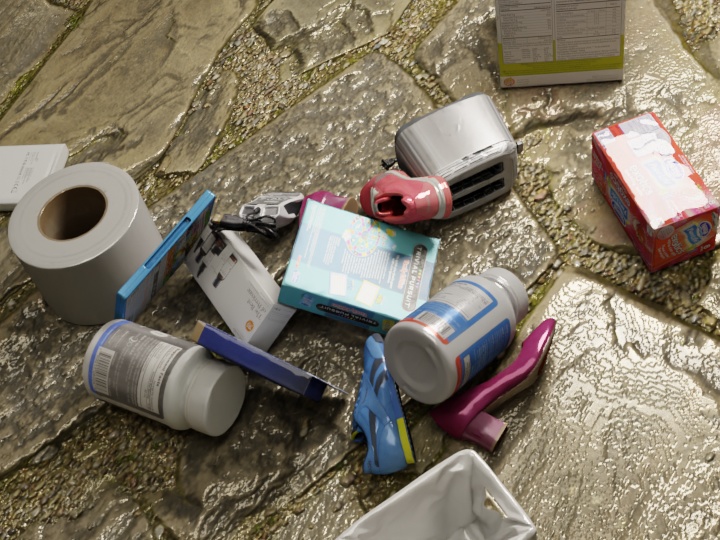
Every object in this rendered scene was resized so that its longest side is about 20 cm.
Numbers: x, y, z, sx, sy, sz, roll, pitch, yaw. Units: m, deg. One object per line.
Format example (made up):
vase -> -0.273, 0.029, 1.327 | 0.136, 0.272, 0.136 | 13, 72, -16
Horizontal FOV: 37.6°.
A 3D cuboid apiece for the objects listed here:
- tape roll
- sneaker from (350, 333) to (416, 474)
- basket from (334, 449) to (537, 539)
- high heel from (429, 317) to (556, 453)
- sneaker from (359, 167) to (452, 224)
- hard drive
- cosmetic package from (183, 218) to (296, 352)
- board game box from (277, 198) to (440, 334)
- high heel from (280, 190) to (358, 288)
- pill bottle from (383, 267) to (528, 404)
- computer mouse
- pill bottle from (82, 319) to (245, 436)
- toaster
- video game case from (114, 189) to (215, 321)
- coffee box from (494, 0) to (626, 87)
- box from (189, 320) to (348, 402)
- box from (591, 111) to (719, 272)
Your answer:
tape roll -> -0.402, -0.040, 1.567 | 0.199, 0.140, 0.205 | -7, 52, 8
sneaker -> 0.016, 0.168, 1.355 | 0.077, 0.066, 0.202 | -16, 51, 5
basket -> 0.087, 0.323, 1.179 | 0.199, 0.124, 0.136 | -32, 53, -12
high heel -> 0.173, 0.128, 1.344 | 0.095, 0.068, 0.201 | 27, 66, 18
sneaker -> 0.042, -0.103, 1.503 | 0.086, 0.075, 0.199 | -15, 11, -31
hard drive -> -0.602, -0.156, 1.777 | 0.197, 0.026, 0.133 | -1, 52, 13
cosmetic package -> -0.175, 0.020, 1.502 | 0.083, 0.050, 0.200 | -55, 51, 17
board game box -> 0.000, 0.000, 1.457 | 0.197, 0.047, 0.153 | 17, 55, -3
high heel -> -0.085, -0.036, 1.546 | 0.095, 0.067, 0.202 | 7, 60, 38
pill bottle -> 0.129, 0.075, 1.348 | 0.111, 0.114, 0.199 | 29, 41, 30
computer mouse -> -0.137, -0.078, 1.553 | 0.108, 0.045, 0.200 | 1, 14, 20
pill bottle -> -0.260, 0.144, 1.406 | 0.197, 0.114, 0.115 | 16, 57, 23
toaster -> 0.139, -0.164, 1.557 | 0.198, 0.114, 0.130 | -24, 53, -9
video game case -> -0.278, -0.011, 1.492 | 0.018, 0.143, 0.201 | 36, 64, 2
coffee box -> 0.315, -0.435, 1.672 | 0.197, 0.199, 0.202 | -2, 52, 11
box -> -0.115, 0.126, 1.363 | 0.198, 0.121, 0.033 | 23, 83, 12
box -> 0.404, -0.111, 1.463 | 0.098, 0.096, 0.202 | -19, 51, -2
